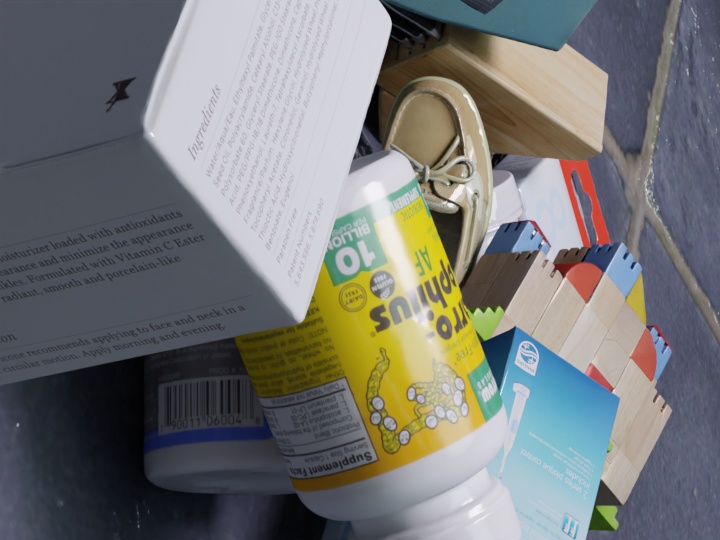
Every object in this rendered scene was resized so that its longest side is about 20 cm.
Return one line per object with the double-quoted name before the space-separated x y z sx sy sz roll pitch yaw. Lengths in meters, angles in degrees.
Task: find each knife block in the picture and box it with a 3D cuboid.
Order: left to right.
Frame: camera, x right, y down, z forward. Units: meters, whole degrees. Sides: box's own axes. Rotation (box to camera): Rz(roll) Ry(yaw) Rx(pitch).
"knife block" 0.062 -0.147 1.406 0.176 0.199 0.064 90 7 -63

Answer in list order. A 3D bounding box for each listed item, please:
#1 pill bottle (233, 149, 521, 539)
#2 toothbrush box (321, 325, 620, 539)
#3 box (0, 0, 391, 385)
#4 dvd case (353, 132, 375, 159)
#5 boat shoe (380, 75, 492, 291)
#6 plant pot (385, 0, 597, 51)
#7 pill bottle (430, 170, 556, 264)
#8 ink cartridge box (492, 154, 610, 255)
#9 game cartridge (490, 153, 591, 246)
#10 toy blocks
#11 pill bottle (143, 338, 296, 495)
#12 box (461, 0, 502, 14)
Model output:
"pill bottle" 0.006 0.052 1.092 0.113 0.112 0.201 -32 103 -59
"toothbrush box" 0.048 0.151 1.230 0.085 0.146 0.201 34 54 -22
"box" -0.116 -0.071 1.028 0.131 0.198 0.201 52 40 -37
"dvd case" 0.000 0.000 1.285 0.200 0.016 0.149 -105 -166 -82
"boat shoe" 0.037 -0.018 1.357 0.063 0.073 0.202 -5 104 -79
"plant pot" 0.048 -0.236 1.302 0.199 0.141 0.142 4 49 -33
"pill bottle" 0.083 0.043 1.448 0.112 0.112 0.201 -36 113 -58
"ink cartridge box" 0.150 -0.018 1.578 0.200 0.047 0.161 -43 119 -54
"game cartridge" 0.109 -0.017 1.589 0.200 0.040 0.134 -40 113 -57
"toy blocks" 0.130 0.044 1.365 0.200 0.100 0.137 49 57 -28
"pill bottle" -0.060 0.015 1.197 0.114 0.113 0.201 21 65 -57
"box" -0.005 -0.233 1.104 0.158 0.051 0.200 22 32 -55
